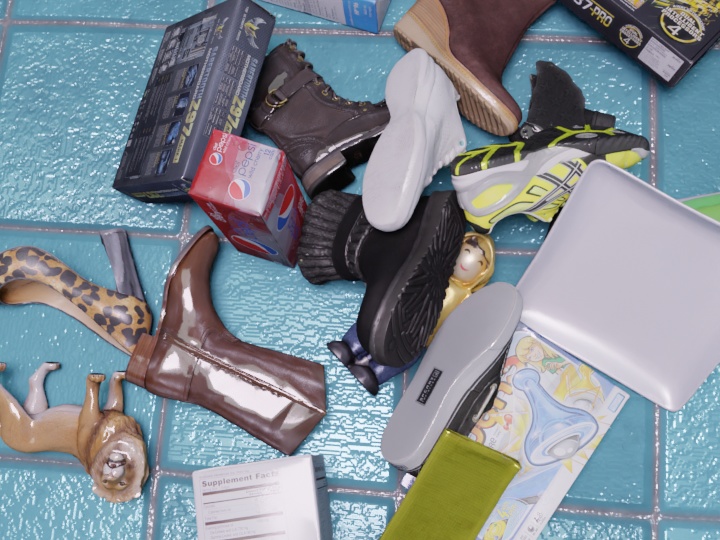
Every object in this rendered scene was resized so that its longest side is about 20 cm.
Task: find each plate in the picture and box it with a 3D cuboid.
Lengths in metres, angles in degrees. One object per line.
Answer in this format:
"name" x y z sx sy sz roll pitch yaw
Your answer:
"plate" 0.265 0.015 0.744 0.200 0.200 0.032 30 38 9

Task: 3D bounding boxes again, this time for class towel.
"towel" 0.064 0.244 0.717 0.086 0.018 0.200 26 100 -18

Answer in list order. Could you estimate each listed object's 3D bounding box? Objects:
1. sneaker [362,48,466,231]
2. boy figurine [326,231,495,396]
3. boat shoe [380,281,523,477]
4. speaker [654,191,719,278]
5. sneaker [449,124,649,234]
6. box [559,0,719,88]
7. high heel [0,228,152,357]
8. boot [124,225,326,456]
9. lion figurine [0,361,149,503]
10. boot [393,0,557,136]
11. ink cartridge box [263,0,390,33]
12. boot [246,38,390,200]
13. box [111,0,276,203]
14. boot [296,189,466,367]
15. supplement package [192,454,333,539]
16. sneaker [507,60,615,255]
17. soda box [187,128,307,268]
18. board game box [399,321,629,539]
"sneaker" 0.063 -0.115 0.746 0.088 0.075 0.200 31 59 -30
"boy figurine" 0.066 0.040 0.789 0.200 0.064 0.124 -40 75 -3
"boat shoe" 0.095 0.104 0.738 0.200 0.064 0.071 -55 35 -3
"speaker" 0.378 -0.039 0.774 0.200 0.088 0.089 -11 77 1
"sneaker" 0.182 -0.091 0.754 0.200 0.075 0.076 -13 111 -9
"box" 0.305 -0.307 0.838 0.200 0.049 0.161 43 64 12
"high heel" -0.321 0.045 0.806 0.200 0.071 0.143 -17 70 -9
"boot" -0.111 0.070 0.797 0.200 0.064 0.187 21 80 6
"lion figurine" -0.300 0.159 0.791 0.200 0.072 0.123 6 90 19
"boot" 0.150 -0.251 0.834 0.166 0.072 0.200 -36 65 -6
"ink cartridge box" -0.057 -0.358 0.883 0.200 0.068 0.116 18 79 8
"boot" -0.035 -0.187 0.846 0.200 0.069 0.174 -35 72 -8
"box" -0.175 -0.171 0.813 0.158 0.051 0.200 1 73 49
"boot" 0.001 0.001 0.745 0.158 0.079 0.211 2 42 27
"supplement package" -0.080 0.276 0.719 0.109 0.114 0.200 -9 76 1
"sneaker" 0.197 -0.118 0.820 0.104 0.060 0.200 21 76 10
"soda box" -0.098 -0.061 0.751 0.070 0.200 0.063 18 78 7
"board game box" 0.149 0.165 0.768 0.135 0.034 0.200 34 82 10
